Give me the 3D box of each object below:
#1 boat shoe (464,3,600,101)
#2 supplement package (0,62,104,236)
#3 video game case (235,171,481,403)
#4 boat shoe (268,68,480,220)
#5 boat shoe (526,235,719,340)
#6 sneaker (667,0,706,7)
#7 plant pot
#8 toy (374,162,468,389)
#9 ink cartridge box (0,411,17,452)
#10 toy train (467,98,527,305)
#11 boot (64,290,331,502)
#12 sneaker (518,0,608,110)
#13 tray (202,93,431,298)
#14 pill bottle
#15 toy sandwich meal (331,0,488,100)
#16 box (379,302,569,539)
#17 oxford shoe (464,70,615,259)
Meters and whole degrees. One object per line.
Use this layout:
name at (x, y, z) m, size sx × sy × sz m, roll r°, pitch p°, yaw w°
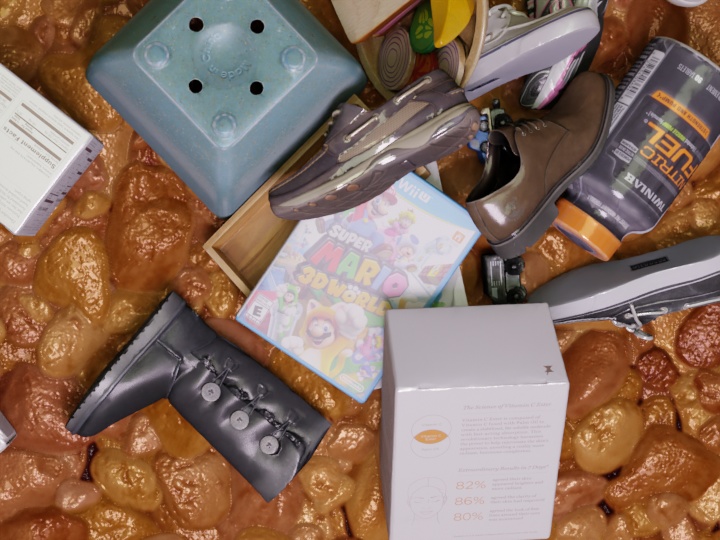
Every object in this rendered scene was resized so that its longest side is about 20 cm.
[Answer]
boat shoe at (0.123, -0.209, 1.529) m, size 0.199 × 0.071 × 0.070 m, roll -23°, pitch 78°, yaw 36°
supplement package at (-0.343, -0.133, 1.484) m, size 0.200 × 0.156 × 0.111 m, roll 39°, pitch 88°, yaw -4°
video game case at (0.000, 0.000, 1.514) m, size 0.143 × 0.018 × 0.201 m, roll 34°, pitch 96°, yaw -7°
boat shoe at (0.006, -0.109, 1.460) m, size 0.199 × 0.074 × 0.074 m, roll -26°, pitch 75°, yaw 6°
boat shoe at (0.259, 0.026, 1.578) m, size 0.198 × 0.074 × 0.068 m, roll -18°, pitch 112°, yaw 2°
sneaker at (0.300, -0.350, 1.562) m, size 0.075 × 0.088 × 0.201 m, roll -18°, pitch 91°, yaw -2°
plant pot at (-0.118, -0.178, 1.479) m, size 0.196 × 0.200 × 0.196 m, roll -44°, pitch 95°, yaw -2°
toy at (0.038, 0.003, 1.566) m, size 0.114 × 0.047 × 0.201 m, roll -13°, pitch 81°, yaw 9°
ink cartridge box at (-0.434, 0.156, 1.520) m, size 0.200 × 0.083 × 0.145 m, roll -36°, pitch 94°, yaw -3°
toy train at (0.128, -0.061, 1.585) m, size 0.045 × 0.034 × 0.201 m, roll -4°, pitch 93°, yaw 8°
boot at (-0.150, 0.144, 1.557) m, size 0.200 × 0.066 × 0.165 m, roll 41°, pitch 90°, yaw -9°
sneaker at (0.187, -0.248, 1.573) m, size 0.086 × 0.080 × 0.201 m, roll 24°, pitch 91°, yaw 19°
tray at (-0.040, -0.055, 1.547) m, size 0.200 × 0.037 × 0.099 m, roll -45°, pitch 78°, yaw 6°
pill bottle at (0.258, -0.108, 1.556) m, size 0.106 × 0.106 × 0.200 m, roll 36°, pitch 89°, yaw -4°
toy sandwich meal at (0.034, -0.241, 1.501) m, size 0.070 × 0.205 × 0.207 m, roll -8°, pitch 92°, yaw -38°
box at (0.097, 0.140, 1.501) m, size 0.151 × 0.107 × 0.201 m, roll -2°, pitch 129°, yaw -5°
oxford shoe at (0.162, -0.113, 1.499) m, size 0.084 × 0.073 × 0.200 m, roll 45°, pitch 65°, yaw -24°
